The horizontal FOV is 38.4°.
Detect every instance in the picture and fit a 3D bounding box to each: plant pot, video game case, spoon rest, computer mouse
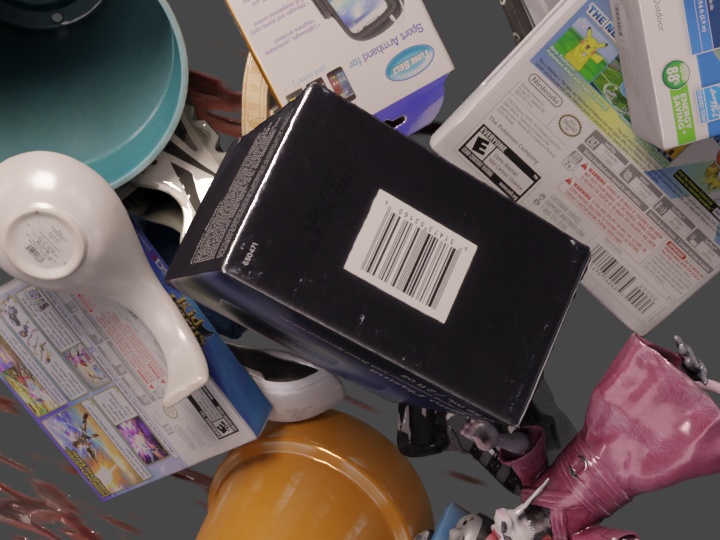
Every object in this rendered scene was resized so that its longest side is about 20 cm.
[{"bbox_3d":[-0.226,-0.179,0.707,0.198,0.189,0.202,-8,131,-10],"label":"plant pot"},{"bbox_3d":[-0.061,0.244,0.847,0.198,0.183,0.202,10,116,20],"label":"plant pot"},{"bbox_3d":[0.174,-0.079,0.638,0.200,0.022,0.182,39,110,-16],"label":"video game case"},{"bbox_3d":[-0.197,0.076,0.826,0.180,0.046,0.201,-25,108,28],"label":"video game case"},{"bbox_3d":[-0.179,0.004,0.711,0.099,0.061,0.201,-32,112,14],"label":"spoon rest"},{"bbox_3d":[-0.110,0.091,0.864,0.198,0.044,0.110,9,145,20],"label":"computer mouse"}]

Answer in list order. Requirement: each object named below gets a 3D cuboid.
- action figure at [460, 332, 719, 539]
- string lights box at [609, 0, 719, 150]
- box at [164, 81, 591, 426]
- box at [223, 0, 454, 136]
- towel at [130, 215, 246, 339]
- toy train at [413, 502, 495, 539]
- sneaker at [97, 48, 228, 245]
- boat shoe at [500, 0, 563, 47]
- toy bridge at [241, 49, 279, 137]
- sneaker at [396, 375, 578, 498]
[{"bbox_3d":[0.160,0.130,0.705,0.200,0.149,0.134,-42,70,17],"label":"action figure"},{"bbox_3d":[0.243,-0.145,0.563,0.198,0.059,0.104,-16,107,2],"label":"string lights box"},{"bbox_3d":[0.000,0.000,0.657,0.199,0.198,0.124,29,79,-16],"label":"box"},{"bbox_3d":[-0.023,-0.176,0.693,0.118,0.041,0.202,-28,103,-4],"label":"box"},{"bbox_3d":[-0.175,-0.021,0.859,0.198,0.049,0.113,21,120,14],"label":"towel"},{"bbox_3d":[0.134,0.257,0.808,0.199,0.087,0.115,33,142,0],"label":"toy train"},{"bbox_3d":[-0.159,-0.090,0.772,0.200,0.088,0.074,46,155,22],"label":"sneaker"},{"bbox_3d":[0.132,-0.148,0.660,0.057,0.068,0.201,32,151,61],"label":"boat shoe"},{"bbox_3d":[-0.063,-0.118,0.754,0.027,0.067,0.202,13,117,18],"label":"toy bridge"},{"bbox_3d":[0.099,0.134,0.794,0.113,0.075,0.201,-25,97,34],"label":"sneaker"}]
